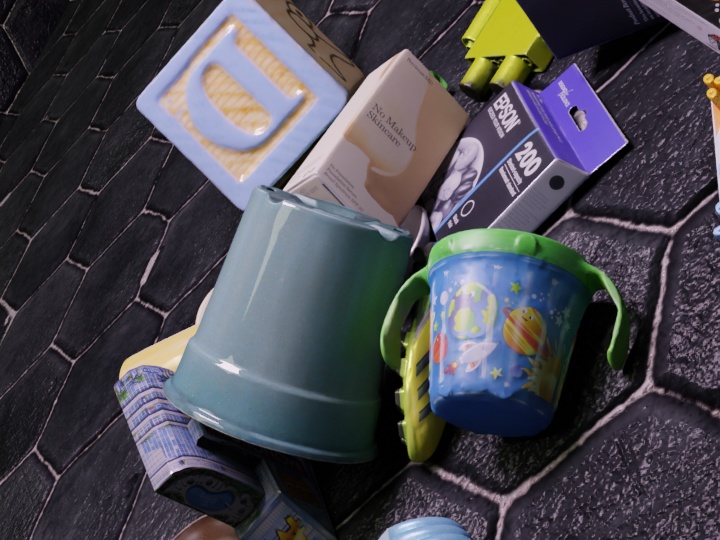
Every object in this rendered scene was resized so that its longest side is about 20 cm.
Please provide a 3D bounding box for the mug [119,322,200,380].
[{"bbox_3d":[-0.145,0.121,1.367,0.153,0.150,0.187,-34,15,17],"label":"mug"}]

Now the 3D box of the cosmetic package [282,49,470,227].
[{"bbox_3d":[0.017,-0.113,1.321,0.071,0.105,0.201,-27,25,50],"label":"cosmetic package"}]

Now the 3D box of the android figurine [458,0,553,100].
[{"bbox_3d":[0.182,-0.272,1.436,0.201,0.041,0.182,-58,26,-8],"label":"android figurine"}]

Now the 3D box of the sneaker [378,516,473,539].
[{"bbox_3d":[0.021,0.265,0.979,0.200,0.080,0.131,-41,28,2],"label":"sneaker"}]

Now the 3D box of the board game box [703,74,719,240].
[{"bbox_3d":[0.344,-0.128,0.995,0.200,0.026,0.201,-33,31,36],"label":"board game box"}]

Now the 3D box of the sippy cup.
[{"bbox_3d":[0.110,0.055,1.048,0.178,0.139,0.131,-30,43,55],"label":"sippy cup"}]

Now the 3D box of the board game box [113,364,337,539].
[{"bbox_3d":[-0.109,0.181,1.217,0.062,0.200,0.200,-48,40,10],"label":"board game box"}]

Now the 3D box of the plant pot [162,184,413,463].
[{"bbox_3d":[-0.051,0.039,1.177,0.200,0.199,0.197,29,103,64],"label":"plant pot"}]

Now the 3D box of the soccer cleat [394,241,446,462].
[{"bbox_3d":[0.075,0.068,1.156,0.065,0.083,0.202,89,-171,-66],"label":"soccer cleat"}]

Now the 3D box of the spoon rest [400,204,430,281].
[{"bbox_3d":[0.000,0.000,1.345,0.200,0.060,0.100,-37,29,44],"label":"spoon rest"}]

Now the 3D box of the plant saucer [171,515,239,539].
[{"bbox_3d":[-0.162,0.324,1.262,0.200,0.032,0.201,-39,28,25],"label":"plant saucer"}]

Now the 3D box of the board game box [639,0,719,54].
[{"bbox_3d":[0.323,-0.271,1.084,0.126,0.035,0.200,39,79,23],"label":"board game box"}]

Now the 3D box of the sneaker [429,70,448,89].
[{"bbox_3d":[0.048,-0.153,1.464,0.085,0.078,0.201,-32,32,35],"label":"sneaker"}]

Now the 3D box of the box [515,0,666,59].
[{"bbox_3d":[0.254,-0.331,1.262,0.197,0.123,0.201,-15,42,34],"label":"box"}]

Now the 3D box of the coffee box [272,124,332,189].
[{"bbox_3d":[-0.048,-0.079,1.567,0.123,0.044,0.200,-44,26,20],"label":"coffee box"}]

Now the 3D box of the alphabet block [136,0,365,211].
[{"bbox_3d":[-0.128,-0.221,1.654,0.196,0.195,0.200,-43,6,15],"label":"alphabet block"}]

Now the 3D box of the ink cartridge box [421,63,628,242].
[{"bbox_3d":[0.145,-0.104,1.278,0.200,0.043,0.199,-44,25,16],"label":"ink cartridge box"}]

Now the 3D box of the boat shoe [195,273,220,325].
[{"bbox_3d":[-0.134,0.033,1.543,0.065,0.072,0.201,-37,23,38],"label":"boat shoe"}]
